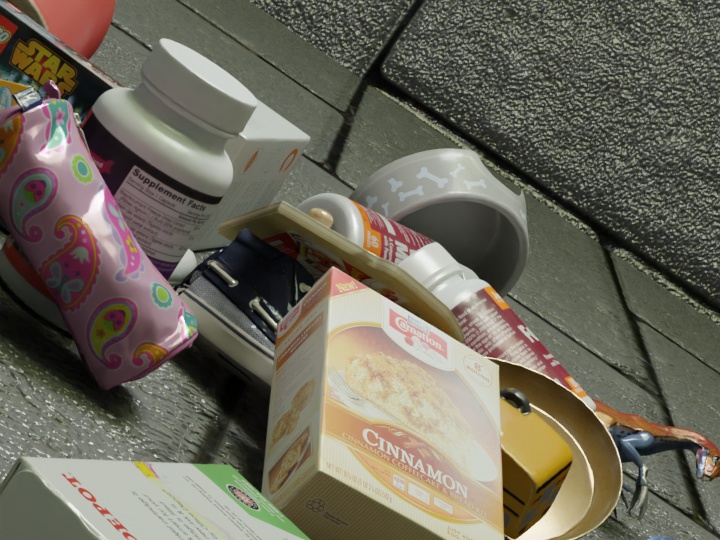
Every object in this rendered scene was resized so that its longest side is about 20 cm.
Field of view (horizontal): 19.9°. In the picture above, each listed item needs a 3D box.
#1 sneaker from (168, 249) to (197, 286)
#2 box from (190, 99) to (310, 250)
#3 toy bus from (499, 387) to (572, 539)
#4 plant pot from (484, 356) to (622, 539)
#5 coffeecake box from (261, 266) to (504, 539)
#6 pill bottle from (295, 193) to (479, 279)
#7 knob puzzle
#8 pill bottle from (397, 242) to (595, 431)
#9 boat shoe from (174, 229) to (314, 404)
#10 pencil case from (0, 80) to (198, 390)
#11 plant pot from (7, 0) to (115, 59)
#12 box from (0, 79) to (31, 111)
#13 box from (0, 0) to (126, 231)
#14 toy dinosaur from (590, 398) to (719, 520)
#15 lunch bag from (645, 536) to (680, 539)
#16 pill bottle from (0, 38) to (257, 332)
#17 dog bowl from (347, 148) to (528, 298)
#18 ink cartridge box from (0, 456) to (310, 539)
[{"bbox_3d":[-0.204,-0.054,1.614,0.200,0.080,0.070,31,10,-25],"label":"sneaker"},{"bbox_3d":[-0.141,-0.096,1.846,0.097,0.125,0.200,36,11,10],"label":"box"},{"bbox_3d":[0.063,0.110,1.555,0.200,0.079,0.065,35,35,20],"label":"toy bus"},{"bbox_3d":[0.108,0.147,1.616,0.199,0.028,0.201,10,40,-8],"label":"plant pot"},{"bbox_3d":[0.017,0.117,1.392,0.153,0.073,0.200,30,34,-22],"label":"coffeecake box"},{"bbox_3d":[0.020,0.009,1.924,0.200,0.110,0.110,24,15,-43],"label":"pill bottle"},{"bbox_3d":[0.000,0.000,1.604,0.219,0.031,0.220,26,-13,7],"label":"knob puzzle"},{"bbox_3d":[0.096,0.081,1.753,0.200,0.114,0.114,49,14,12],"label":"pill bottle"},{"bbox_3d":[-0.047,0.051,1.518,0.200,0.093,0.075,38,-15,16],"label":"boat shoe"},{"bbox_3d":[-0.185,-0.021,1.350,0.201,0.087,0.087,60,10,-5],"label":"pencil case"},{"bbox_3d":[-0.311,-0.211,1.704,0.200,0.201,0.178,32,21,-13],"label":"plant pot"},{"bbox_3d":[-0.312,-0.124,1.444,0.199,0.042,0.119,11,-4,-12],"label":"box"},{"bbox_3d":[-0.231,-0.091,1.537,0.200,0.137,0.040,36,9,6],"label":"box"},{"bbox_3d":[0.234,0.152,1.843,0.181,0.201,0.105,-17,19,-15],"label":"toy dinosaur"},{"bbox_3d":[0.228,0.271,1.378,0.132,0.136,0.200,41,13,28],"label":"lunch bag"},{"bbox_3d":[-0.159,-0.057,1.440,0.111,0.200,0.111,33,11,-7],"label":"pill bottle"},{"bbox_3d":[0.076,-0.025,2.033,0.200,0.200,0.059,27,30,-34],"label":"dog bowl"},{"bbox_3d":[-0.089,0.169,1.016,0.145,0.084,0.200,40,12,24],"label":"ink cartridge box"}]
